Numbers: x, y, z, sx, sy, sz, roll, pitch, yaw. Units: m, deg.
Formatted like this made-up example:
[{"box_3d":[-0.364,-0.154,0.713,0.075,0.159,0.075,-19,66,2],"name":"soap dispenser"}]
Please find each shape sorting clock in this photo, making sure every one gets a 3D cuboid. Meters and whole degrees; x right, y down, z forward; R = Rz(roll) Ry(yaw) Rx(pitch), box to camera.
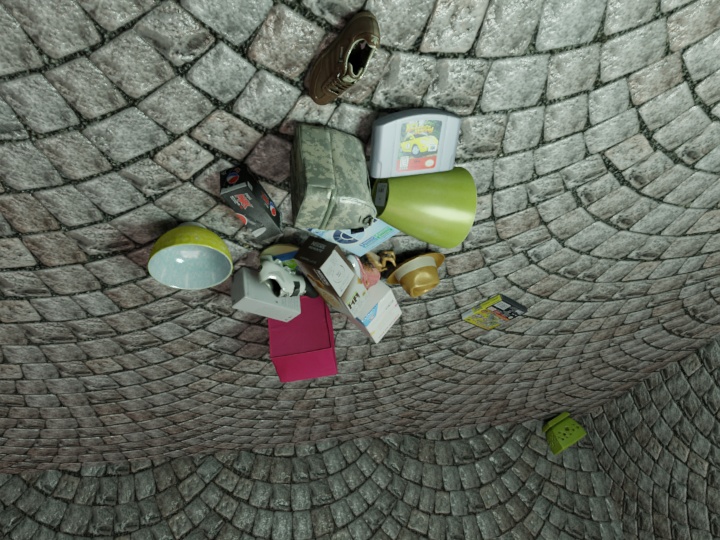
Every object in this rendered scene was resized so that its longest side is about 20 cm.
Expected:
[{"box_3d":[-0.183,-0.007,1.503,0.195,0.040,0.202,7,147,5],"name":"shape sorting clock"}]

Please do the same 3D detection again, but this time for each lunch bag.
[{"box_3d":[-0.056,-0.183,1.128,0.164,0.204,0.140,1,150,-16],"name":"lunch bag"}]

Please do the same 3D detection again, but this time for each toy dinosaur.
[{"box_3d":[0.044,-0.029,1.550,0.104,0.062,0.201,-15,149,12],"name":"toy dinosaur"}]

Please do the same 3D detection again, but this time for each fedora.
[{"box_3d":[0.172,0.022,1.609,0.196,0.083,0.201,-21,159,-8],"name":"fedora"}]

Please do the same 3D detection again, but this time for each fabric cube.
[{"box_3d":[-0.184,0.215,1.747,0.191,0.204,0.201,-8,148,-1],"name":"fabric cube"}]

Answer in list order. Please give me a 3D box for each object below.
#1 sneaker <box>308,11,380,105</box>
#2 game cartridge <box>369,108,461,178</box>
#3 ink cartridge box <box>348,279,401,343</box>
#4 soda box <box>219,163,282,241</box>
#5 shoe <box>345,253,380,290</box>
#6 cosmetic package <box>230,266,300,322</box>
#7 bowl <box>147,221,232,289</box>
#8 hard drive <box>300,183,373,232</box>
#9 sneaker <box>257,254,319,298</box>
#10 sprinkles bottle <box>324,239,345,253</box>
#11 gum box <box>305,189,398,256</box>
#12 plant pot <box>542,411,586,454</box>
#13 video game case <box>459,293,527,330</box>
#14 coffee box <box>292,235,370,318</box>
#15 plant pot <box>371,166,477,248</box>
[{"box_3d":[-0.033,-0.356,0.972,0.069,0.077,0.200,10,143,-30],"name":"sneaker"},{"box_3d":[0.116,-0.268,1.148,0.195,0.041,0.136,-10,125,-18],"name":"game cartridge"},{"box_3d":[0.030,0.112,1.665,0.129,0.125,0.201,-47,150,-12],"name":"ink cartridge box"},{"box_3d":[-0.247,-0.151,1.260,0.069,0.065,0.201,-15,148,10],"name":"soda box"},{"box_3d":[0.000,0.000,1.497,0.091,0.071,0.202,-41,153,-21],"name":"shoe"},{"box_3d":[-0.272,0.071,1.581,0.073,0.104,0.198,-32,144,33],"name":"cosmetic package"},{"box_3d":[-0.411,-0.050,1.330,0.195,0.110,0.202,-8,150,-5],"name":"bowl"},{"box_3d":[-0.055,-0.153,1.339,0.138,0.039,0.199,16,140,-37],"name":"hard drive"},{"box_3d":[-0.195,0.045,1.469,0.198,0.090,0.074,30,141,-30],"name":"sneaker"},{"box_3d":[-0.078,-0.009,1.535,0.066,0.070,0.201,-5,149,-8],"name":"sprinkles bottle"},{"box_3d":[-0.007,-0.120,1.326,0.168,0.045,0.198,-31,143,31],"name":"gum box"},{"box_3d":[1.287,1.035,3.513,0.197,0.183,0.200,-26,153,-14],"name":"plant pot"},{"box_3d":[0.492,0.157,2.022,0.179,0.026,0.198,-32,144,32],"name":"video game case"},{"box_3d":[-0.071,0.018,1.399,0.113,0.080,0.201,18,151,42],"name":"coffee box"},{"box_3d":[0.128,-0.155,1.239,0.196,0.191,0.188,6,146,-25],"name":"plant pot"}]
